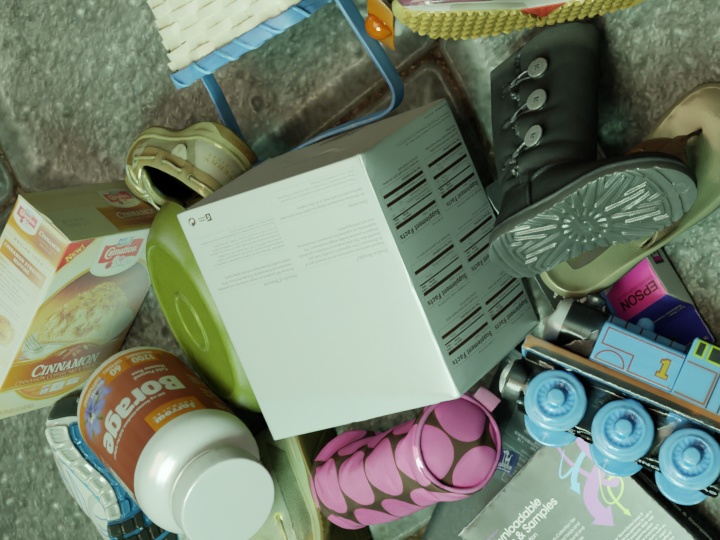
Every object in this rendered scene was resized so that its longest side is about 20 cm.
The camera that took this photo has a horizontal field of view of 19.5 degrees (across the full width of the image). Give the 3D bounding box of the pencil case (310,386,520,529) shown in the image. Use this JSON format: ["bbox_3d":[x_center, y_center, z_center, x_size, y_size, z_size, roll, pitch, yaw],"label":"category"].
[{"bbox_3d":[0.037,0.151,1.678,0.091,0.094,0.200,35,153,-18],"label":"pencil case"}]

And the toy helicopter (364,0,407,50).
[{"bbox_3d":[0.022,-0.235,1.597,0.079,0.200,0.133,37,106,34],"label":"toy helicopter"}]

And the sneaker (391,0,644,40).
[{"bbox_3d":[0.118,-0.231,1.570,0.199,0.075,0.090,-8,82,-5],"label":"sneaker"}]

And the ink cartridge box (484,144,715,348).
[{"bbox_3d":[0.183,-0.006,1.619,0.095,0.037,0.200,-38,77,32],"label":"ink cartridge box"}]

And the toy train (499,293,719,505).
[{"bbox_3d":[0.205,0.093,1.541,0.199,0.087,0.115,23,77,11],"label":"toy train"}]

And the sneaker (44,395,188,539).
[{"bbox_3d":[-0.224,0.210,1.929,0.200,0.075,0.087,58,157,6],"label":"sneaker"}]

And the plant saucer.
[{"bbox_3d":[-0.132,0.038,1.780,0.200,0.031,0.200,51,158,29],"label":"plant saucer"}]

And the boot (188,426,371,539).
[{"bbox_3d":[-0.073,0.235,1.811,0.154,0.072,0.201,-23,76,34],"label":"boot"}]

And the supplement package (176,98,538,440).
[{"bbox_3d":[0.000,0.000,1.653,0.191,0.147,0.201,-15,102,36],"label":"supplement package"}]

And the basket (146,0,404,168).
[{"bbox_3d":[-0.072,-0.194,1.712,0.176,0.139,0.201,-20,99,36],"label":"basket"}]

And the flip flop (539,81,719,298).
[{"bbox_3d":[0.210,-0.058,1.553,0.200,0.058,0.081,-41,73,7],"label":"flip flop"}]

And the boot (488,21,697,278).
[{"bbox_3d":[0.168,-0.105,1.543,0.164,0.200,0.066,-20,129,26],"label":"boot"}]

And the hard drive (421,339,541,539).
[{"bbox_3d":[0.139,0.176,1.676,0.139,0.033,0.201,34,115,27],"label":"hard drive"}]

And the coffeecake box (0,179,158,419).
[{"bbox_3d":[-0.267,0.024,1.869,0.073,0.153,0.200,40,118,23],"label":"coffeecake box"}]

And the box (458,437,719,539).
[{"bbox_3d":[0.192,0.222,1.612,0.200,0.036,0.143,44,115,6],"label":"box"}]

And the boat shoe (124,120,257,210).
[{"bbox_3d":[-0.158,-0.079,1.789,0.073,0.063,0.200,43,158,-23],"label":"boat shoe"}]

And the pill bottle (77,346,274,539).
[{"bbox_3d":[-0.154,0.152,1.773,0.200,0.112,0.113,38,119,52],"label":"pill bottle"}]
